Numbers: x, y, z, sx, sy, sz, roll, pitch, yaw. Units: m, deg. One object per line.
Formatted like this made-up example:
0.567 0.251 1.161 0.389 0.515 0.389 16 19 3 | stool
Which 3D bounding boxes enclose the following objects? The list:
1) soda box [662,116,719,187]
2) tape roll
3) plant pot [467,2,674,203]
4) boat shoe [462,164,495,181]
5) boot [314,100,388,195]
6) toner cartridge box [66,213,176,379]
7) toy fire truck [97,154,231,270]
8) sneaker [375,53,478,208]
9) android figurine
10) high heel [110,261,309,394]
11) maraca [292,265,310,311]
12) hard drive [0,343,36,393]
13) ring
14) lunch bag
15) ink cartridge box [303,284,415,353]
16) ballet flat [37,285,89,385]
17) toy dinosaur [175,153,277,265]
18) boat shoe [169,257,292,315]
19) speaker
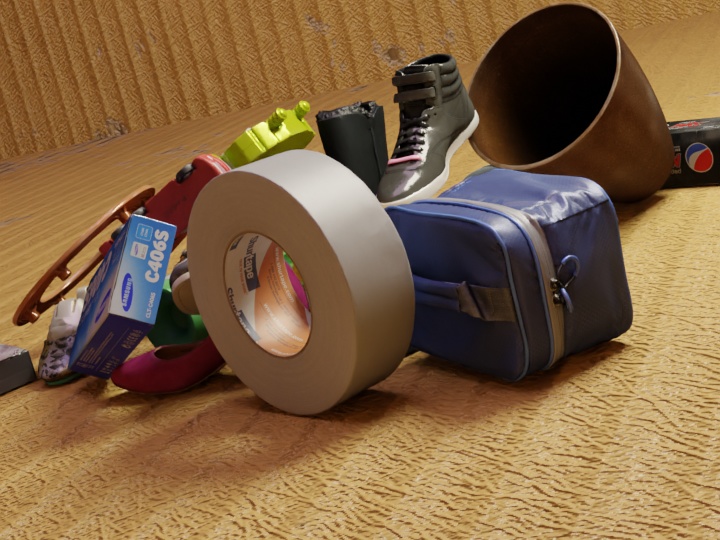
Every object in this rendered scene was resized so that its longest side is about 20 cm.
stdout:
0.365 -0.132 1.525 0.200 0.063 0.071 0 18 44 | soda box
-0.050 0.009 1.069 0.066 0.201 0.200 -24 16 -38 | tape roll
0.241 -0.151 1.438 0.187 0.187 0.200 -2 -22 42 | plant pot
0.144 -0.071 1.484 0.062 0.073 0.200 -14 18 -18 | boat shoe
-0.028 -0.101 1.574 0.076 0.168 0.200 -3 18 40 | boot
-0.219 0.028 1.236 0.043 0.095 0.200 16 -23 -17 | toner cartridge box
-0.197 -0.041 1.378 0.200 0.049 0.141 -41 -1 13 | toy fire truck
0.051 -0.140 1.330 0.071 0.099 0.200 -4 35 32 | sneaker
-0.127 -0.117 1.528 0.200 0.041 0.182 -45 -10 36 | android figurine
-0.139 0.051 1.215 0.200 0.096 0.067 -11 14 12 | high heel
0.000 0.000 1.279 0.137 0.107 0.200 -27 -8 4 | maraca
-0.441 0.112 1.411 0.140 0.038 0.200 -24 17 -35 | hard drive
-0.280 -0.011 1.406 0.200 0.019 0.200 -46 0 0 | ring
0.107 0.005 1.063 0.132 0.136 0.200 -21 16 -26 | lunch bag
0.047 0.013 1.176 0.200 0.100 0.039 -24 17 -33 | ink cartridge box
-0.288 0.055 1.418 0.072 0.072 0.200 -10 14 17 | ballet flat
-0.139 -0.028 1.464 0.200 0.102 0.136 -36 -8 5 | toy dinosaur
-0.121 -0.002 1.240 0.073 0.063 0.200 -29 -14 19 | boat shoe
-0.125 0.018 1.365 0.088 0.089 0.200 -3 17 39 | speaker
